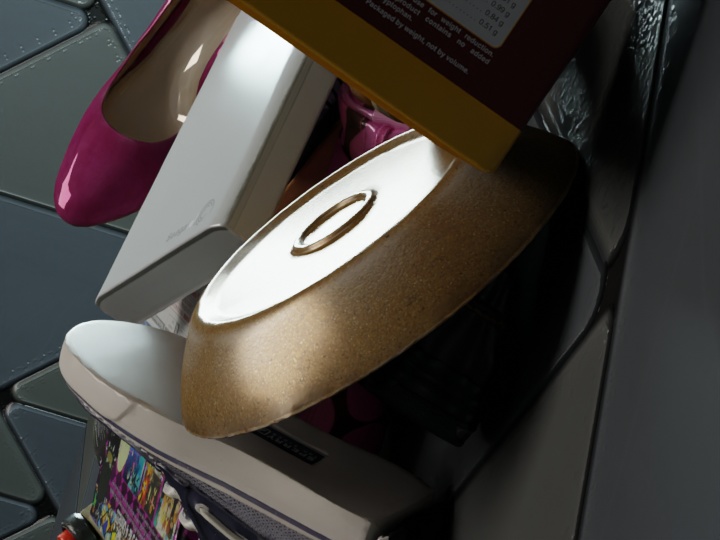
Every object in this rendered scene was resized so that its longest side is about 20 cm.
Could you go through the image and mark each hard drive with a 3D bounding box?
[{"bbox_3d":[-0.052,-0.076,1.371,0.132,0.026,0.201,-29,31,54],"label":"hard drive"}]

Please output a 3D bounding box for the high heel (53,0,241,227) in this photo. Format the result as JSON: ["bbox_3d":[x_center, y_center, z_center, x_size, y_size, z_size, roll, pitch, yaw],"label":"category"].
[{"bbox_3d":[-0.095,-0.113,1.482,0.200,0.067,0.096,-46,-20,-18],"label":"high heel"}]

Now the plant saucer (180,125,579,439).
[{"bbox_3d":[-0.002,-0.008,1.179,0.200,0.036,0.200,-33,15,10],"label":"plant saucer"}]

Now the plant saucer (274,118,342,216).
[{"bbox_3d":[-0.017,-0.068,1.587,0.200,0.037,0.200,-48,9,11],"label":"plant saucer"}]

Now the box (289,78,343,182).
[{"bbox_3d":[0.008,-0.157,1.525,0.200,0.050,0.199,-51,10,19],"label":"box"}]

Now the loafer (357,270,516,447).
[{"bbox_3d":[0.030,0.018,1.236,0.073,0.073,0.200,-57,16,3],"label":"loafer"}]

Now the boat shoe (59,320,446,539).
[{"bbox_3d":[-0.060,0.103,1.251,0.074,0.199,0.093,-20,-47,-50],"label":"boat shoe"}]

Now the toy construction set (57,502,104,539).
[{"bbox_3d":[-0.107,0.187,1.602,0.092,0.131,0.200,-32,-17,-33],"label":"toy construction set"}]

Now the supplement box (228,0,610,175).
[{"bbox_3d":[0.017,-0.178,1.074,0.201,0.197,0.133,-56,9,2],"label":"supplement box"}]

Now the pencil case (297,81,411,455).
[{"bbox_3d":[0.000,0.000,1.374,0.093,0.090,0.201,-15,-53,-57],"label":"pencil case"}]

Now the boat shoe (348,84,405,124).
[{"bbox_3d":[0.030,-0.125,1.245,0.200,0.068,0.072,-45,-21,-56],"label":"boat shoe"}]

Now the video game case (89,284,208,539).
[{"bbox_3d":[-0.080,0.062,1.387,0.200,0.036,0.183,-146,71,-72],"label":"video game case"}]

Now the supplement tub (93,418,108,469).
[{"bbox_3d":[-0.082,0.077,1.632,0.200,0.122,0.123,133,153,-70],"label":"supplement tub"}]
